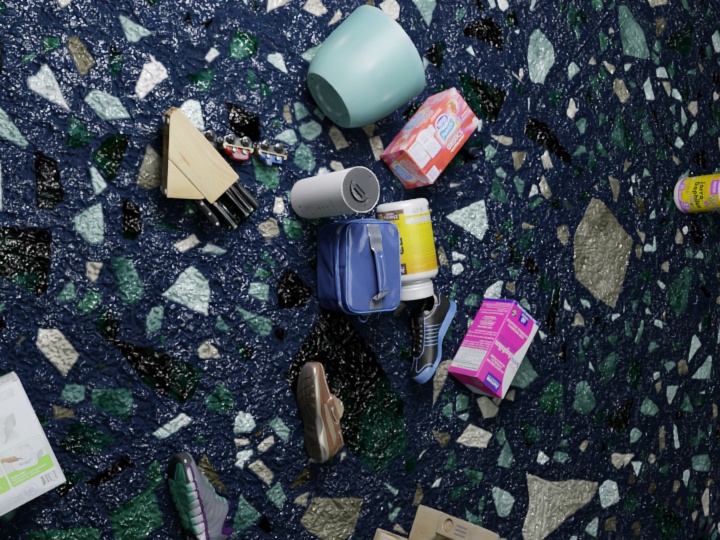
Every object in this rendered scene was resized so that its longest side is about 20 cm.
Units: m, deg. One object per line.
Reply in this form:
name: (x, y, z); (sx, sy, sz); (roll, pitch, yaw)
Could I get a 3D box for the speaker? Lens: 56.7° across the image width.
speaker: (-0.051, -0.140, 1.228); (0.081, 0.200, 0.081); (0, 90, -32)

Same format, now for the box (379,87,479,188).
box: (0.148, -0.279, 1.415); (0.100, 0.095, 0.200); (47, 67, -23)

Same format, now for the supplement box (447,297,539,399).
supplement box: (0.301, 0.173, 1.505); (0.101, 0.103, 0.200); (40, 72, -26)

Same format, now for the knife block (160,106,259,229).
knife block: (-0.253, -0.174, 1.161); (0.175, 0.064, 0.201); (-1, 105, -26)

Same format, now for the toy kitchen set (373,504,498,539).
toy kitchen set: (0.136, 0.590, 1.351); (0.163, 0.180, 0.200); (30, 70, -27)

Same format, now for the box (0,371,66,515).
box: (-0.565, 0.272, 0.967); (0.200, 0.097, 0.177); (-26, 103, -29)

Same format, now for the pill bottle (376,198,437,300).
pill bottle: (0.099, -0.043, 1.375); (0.109, 0.109, 0.201); (-12, 95, -31)

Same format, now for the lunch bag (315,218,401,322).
lunch bag: (0.000, 0.000, 1.300); (0.136, 0.132, 0.201); (-4, 91, -32)

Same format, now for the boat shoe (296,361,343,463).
boat shoe: (-0.073, 0.269, 1.293); (0.072, 0.076, 0.201); (-14, 106, -35)

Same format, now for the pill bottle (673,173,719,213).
pill bottle: (1.005, -0.221, 1.887); (0.104, 0.200, 0.105); (1, 89, -32)

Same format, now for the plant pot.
plant pot: (-0.004, -0.370, 1.271); (0.161, 0.200, 0.201); (-42, 111, -14)

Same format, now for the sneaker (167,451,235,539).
sneaker: (-0.276, 0.398, 1.172); (0.087, 0.074, 0.201); (-22, 111, -44)

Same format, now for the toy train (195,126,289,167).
toy train: (-0.223, -0.222, 1.220); (0.200, 0.034, 0.046); (5, 91, -31)

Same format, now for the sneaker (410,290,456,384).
sneaker: (0.137, 0.138, 1.426); (0.078, 0.070, 0.200); (30, 68, -23)
